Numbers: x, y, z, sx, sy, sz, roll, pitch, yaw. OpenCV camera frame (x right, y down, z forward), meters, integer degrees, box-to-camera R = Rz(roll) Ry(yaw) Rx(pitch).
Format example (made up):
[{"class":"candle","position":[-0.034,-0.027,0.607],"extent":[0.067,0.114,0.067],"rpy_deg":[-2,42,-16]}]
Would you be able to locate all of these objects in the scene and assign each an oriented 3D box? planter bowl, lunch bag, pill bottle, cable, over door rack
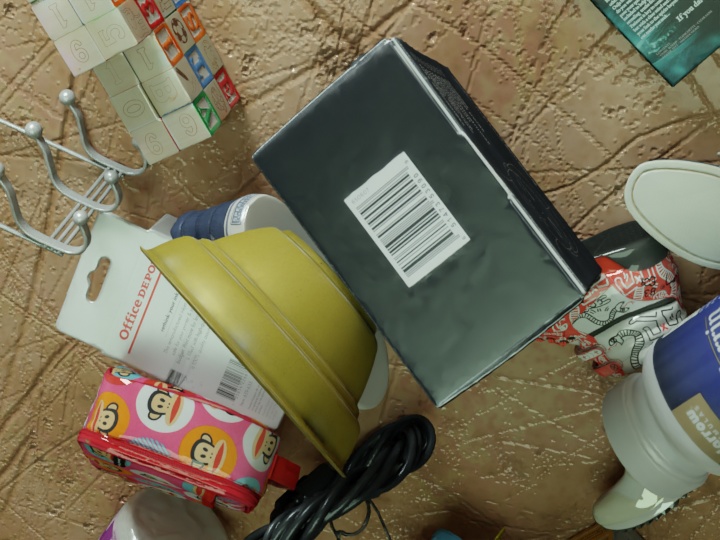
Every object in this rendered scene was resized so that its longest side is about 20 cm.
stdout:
[{"class":"planter bowl","position":[-0.048,0.033,0.805],"extent":[0.083,0.200,0.201],"rpy_deg":[-42,104,-7]},{"class":"lunch bag","position":[-0.135,0.148,1.018],"extent":[0.175,0.200,0.082],"rpy_deg":[19,76,-1]},{"class":"pill bottle","position":[0.273,0.075,0.868],"extent":[0.116,0.116,0.200],"rpy_deg":[40,125,-10]},{"class":"cable","position":[-0.017,0.187,1.001],"extent":[0.163,0.200,0.051],"rpy_deg":[-33,89,35]},{"class":"pill bottle","position":[-0.215,0.303,1.152],"extent":[0.112,0.112,0.200],"rpy_deg":[34,118,-7]},{"class":"over door rack","position":[-0.277,-0.090,0.940],"extent":[0.199,0.148,0.067],"rpy_deg":[15,121,3]}]

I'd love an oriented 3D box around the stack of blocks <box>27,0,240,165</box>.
[{"class":"stack of blocks","position":[-0.171,-0.182,0.890],"extent":[0.058,0.115,0.201],"rpy_deg":[-20,112,21]}]

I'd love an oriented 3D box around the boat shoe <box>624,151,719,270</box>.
[{"class":"boat shoe","position":[0.288,-0.041,0.896],"extent":[0.199,0.062,0.075],"rpy_deg":[13,117,2]}]

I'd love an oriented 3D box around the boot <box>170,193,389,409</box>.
[{"class":"boot","position":[-0.058,0.026,0.938],"extent":[0.090,0.073,0.201],"rpy_deg":[-6,126,43]}]

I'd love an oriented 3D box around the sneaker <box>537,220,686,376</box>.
[{"class":"sneaker","position":[0.154,0.041,0.964],"extent":[0.200,0.067,0.108],"rpy_deg":[-18,110,17]}]

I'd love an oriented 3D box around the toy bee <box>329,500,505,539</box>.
[{"class":"toy bee","position":[0.077,0.269,1.087],"extent":[0.131,0.200,0.109],"rpy_deg":[-34,141,-5]}]

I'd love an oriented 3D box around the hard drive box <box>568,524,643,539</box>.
[{"class":"hard drive box","position":[0.177,0.323,1.029],"extent":[0.156,0.200,0.077],"rpy_deg":[-38,105,25]}]

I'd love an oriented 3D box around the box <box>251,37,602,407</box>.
[{"class":"box","position":[0.055,-0.035,0.832],"extent":[0.124,0.197,0.200],"rpy_deg":[-38,84,15]}]

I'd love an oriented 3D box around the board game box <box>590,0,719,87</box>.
[{"class":"board game box","position":[0.241,-0.238,0.822],"extent":[0.135,0.028,0.200],"rpy_deg":[43,118,-11]}]

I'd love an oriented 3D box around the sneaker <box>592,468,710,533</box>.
[{"class":"sneaker","position":[0.253,0.130,0.998],"extent":[0.200,0.070,0.094],"rpy_deg":[-42,85,29]}]

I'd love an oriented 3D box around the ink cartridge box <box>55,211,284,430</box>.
[{"class":"ink cartridge box","position":[-0.133,0.032,1.007],"extent":[0.199,0.067,0.116],"rpy_deg":[25,105,-1]}]
